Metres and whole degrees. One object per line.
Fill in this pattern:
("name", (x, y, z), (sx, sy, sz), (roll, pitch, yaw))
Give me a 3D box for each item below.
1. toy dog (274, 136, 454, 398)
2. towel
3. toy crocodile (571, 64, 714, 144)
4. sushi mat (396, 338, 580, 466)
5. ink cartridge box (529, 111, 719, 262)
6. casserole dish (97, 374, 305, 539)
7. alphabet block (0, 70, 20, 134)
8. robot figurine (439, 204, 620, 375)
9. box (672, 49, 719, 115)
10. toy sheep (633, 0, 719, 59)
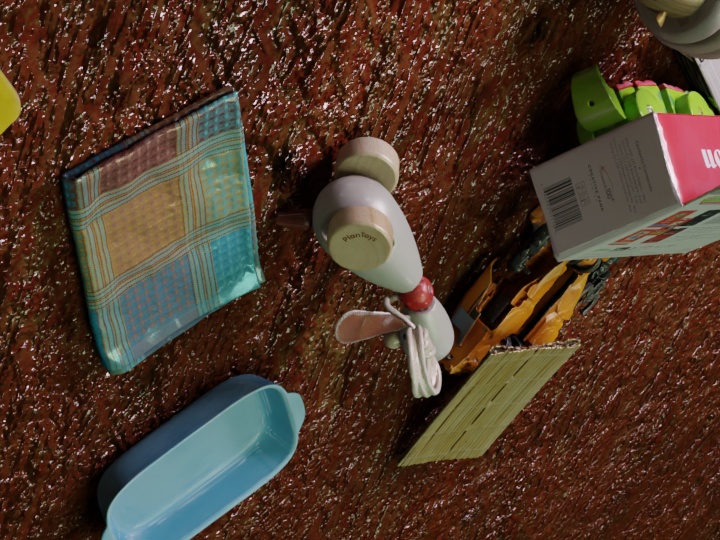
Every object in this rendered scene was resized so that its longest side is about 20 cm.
("toy dog", (0.000, 0.000, 1.542), (0.132, 0.096, 0.201), (-63, 141, -62))
("towel", (-0.136, -0.025, 1.435), (0.146, 0.022, 0.201), (-32, 144, -23))
("toy crocodile", (0.240, -0.135, 1.718), (0.067, 0.062, 0.199), (-25, 165, 37))
("sushi mat", (0.112, 0.118, 1.794), (0.095, 0.012, 0.200), (-2, 147, -30))
("ink cartridge box", (0.273, -0.076, 1.668), (0.175, 0.084, 0.199), (-24, 167, 38))
("casserole dish", (-0.133, 0.154, 1.608), (0.200, 0.039, 0.121), (-35, 145, -17))
("alphabet block", (-0.320, -0.116, 0.971), (0.195, 0.200, 0.197), (-44, 147, -5))
("robot figurine", (0.150, 0.013, 1.766), (0.200, 0.058, 0.145), (-51, 147, 7))
("box", (0.339, -0.194, 1.786), (0.110, 0.035, 0.200), (-46, 147, -3))
("toy sheep", (0.278, -0.231, 1.591), (0.199, 0.138, 0.138), (-9, 131, -43))
